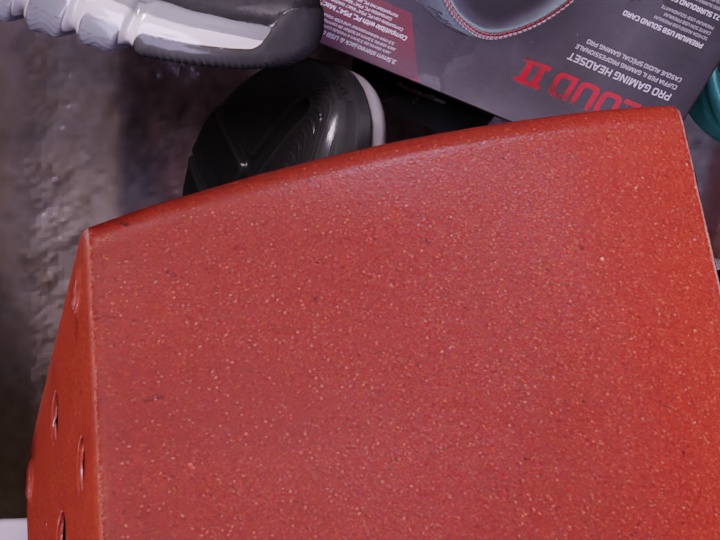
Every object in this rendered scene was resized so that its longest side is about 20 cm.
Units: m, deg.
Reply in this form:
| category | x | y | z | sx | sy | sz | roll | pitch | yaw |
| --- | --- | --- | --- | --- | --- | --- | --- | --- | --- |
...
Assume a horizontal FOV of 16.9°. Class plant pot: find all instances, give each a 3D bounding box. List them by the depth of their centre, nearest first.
| category | x | y | z | sx | sy | sz | roll | pitch | yaw |
| --- | --- | --- | --- | --- | --- | --- | --- | --- | --- |
| plant pot | -0.003 | 0.081 | 0.708 | 0.175 | 0.201 | 0.200 | 4 | 144 | -14 |

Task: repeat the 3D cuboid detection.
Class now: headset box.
| category | x | y | z | sx | sy | sz | roll | pitch | yaw |
| --- | --- | --- | --- | --- | --- | --- | --- | --- | --- |
| headset box | 0.062 | -0.132 | 0.765 | 0.148 | 0.075 | 0.201 | 21 | 113 | -25 |

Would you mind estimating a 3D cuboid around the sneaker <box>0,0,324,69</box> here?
| category | x | y | z | sx | sy | sz | roll | pitch | yaw |
| --- | --- | --- | --- | --- | --- | --- | --- | --- | --- |
| sneaker | -0.096 | -0.134 | 0.697 | 0.198 | 0.075 | 0.116 | 16 | 101 | -1 |

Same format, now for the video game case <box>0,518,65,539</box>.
| category | x | y | z | sx | sy | sz | roll | pitch | yaw |
| --- | --- | --- | --- | --- | --- | --- | --- | --- | --- |
| video game case | -0.090 | 0.153 | 0.790 | 0.199 | 0.018 | 0.145 | 5 | 84 | -51 |

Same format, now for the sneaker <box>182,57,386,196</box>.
| category | x | y | z | sx | sy | sz | roll | pitch | yaw |
| --- | --- | --- | --- | --- | --- | --- | --- | --- | --- |
| sneaker | 0.000 | 0.000 | 0.825 | 0.114 | 0.076 | 0.201 | -6 | 144 | -24 |

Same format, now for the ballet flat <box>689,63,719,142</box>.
| category | x | y | z | sx | sy | sz | roll | pitch | yaw |
| --- | --- | --- | --- | --- | --- | --- | --- | --- | --- |
| ballet flat | 0.168 | -0.124 | 0.803 | 0.067 | 0.071 | 0.201 | 17 | 114 | -18 |

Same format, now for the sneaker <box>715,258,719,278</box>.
| category | x | y | z | sx | sy | sz | roll | pitch | yaw |
| --- | --- | --- | --- | --- | --- | --- | --- | --- | --- |
| sneaker | 0.185 | 0.044 | 0.886 | 0.198 | 0.112 | 0.074 | -5 | 125 | -12 |
